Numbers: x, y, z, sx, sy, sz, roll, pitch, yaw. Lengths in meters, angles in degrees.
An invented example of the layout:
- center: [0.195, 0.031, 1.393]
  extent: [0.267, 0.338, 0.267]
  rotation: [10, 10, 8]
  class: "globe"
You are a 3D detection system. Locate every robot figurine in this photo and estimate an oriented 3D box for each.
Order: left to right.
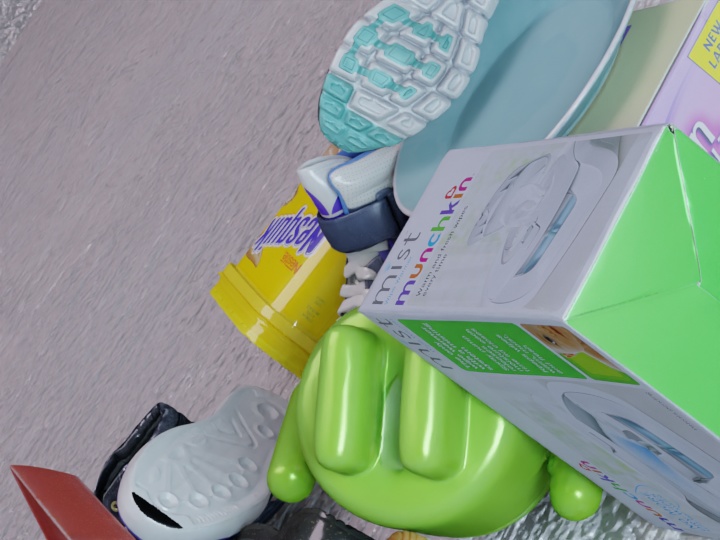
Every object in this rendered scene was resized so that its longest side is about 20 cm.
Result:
- center: [0.039, 0.077, 0.960]
  extent: [0.175, 0.200, 0.116]
  rotation: [-1, 79, 18]
  class: "robot figurine"

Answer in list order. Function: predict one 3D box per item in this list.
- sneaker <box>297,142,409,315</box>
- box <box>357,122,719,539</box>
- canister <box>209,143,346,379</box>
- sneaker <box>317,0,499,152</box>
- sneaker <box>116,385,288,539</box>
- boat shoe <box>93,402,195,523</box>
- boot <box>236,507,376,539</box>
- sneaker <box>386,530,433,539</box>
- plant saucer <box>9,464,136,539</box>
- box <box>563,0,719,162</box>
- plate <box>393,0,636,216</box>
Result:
- center: [0.000, 0.000, 1.174]
  extent: [0.200, 0.146, 0.081]
  rotation: [-58, 23, -12]
  class: "sneaker"
- center: [0.131, 0.032, 0.815]
  extent: [0.097, 0.200, 0.176]
  rotation: [-60, 24, -15]
  class: "box"
- center: [-0.005, -0.027, 1.331]
  extent: [0.200, 0.087, 0.149]
  rotation: [-52, 22, 1]
  class: "canister"
- center: [0.042, -0.151, 1.137]
  extent: [0.200, 0.078, 0.091]
  rotation: [-53, 5, -8]
  class: "sneaker"
- center: [-0.115, 0.165, 1.190]
  extent: [0.146, 0.081, 0.200]
  rotation: [-58, -7, 25]
  class: "sneaker"
- center: [-0.159, 0.192, 1.309]
  extent: [0.200, 0.091, 0.071]
  rotation: [-58, 22, -10]
  class: "boat shoe"
- center: [-0.059, 0.210, 1.055]
  extent: [0.131, 0.068, 0.200]
  rotation: [-62, 5, -22]
  class: "boot"
- center: [0.024, 0.218, 0.932]
  extent: [0.075, 0.088, 0.200]
  rotation: [-72, 4, -49]
  class: "sneaker"
- center: [-0.135, 0.215, 1.133]
  extent: [0.037, 0.200, 0.200]
  rotation: [-29, 17, -15]
  class: "plant saucer"
- center: [0.132, -0.046, 1.065]
  extent: [0.176, 0.097, 0.200]
  rotation: [-60, 22, -15]
  class: "box"
- center: [0.093, -0.106, 1.070]
  extent: [0.200, 0.026, 0.200]
  rotation: [-43, 25, 26]
  class: "plate"
